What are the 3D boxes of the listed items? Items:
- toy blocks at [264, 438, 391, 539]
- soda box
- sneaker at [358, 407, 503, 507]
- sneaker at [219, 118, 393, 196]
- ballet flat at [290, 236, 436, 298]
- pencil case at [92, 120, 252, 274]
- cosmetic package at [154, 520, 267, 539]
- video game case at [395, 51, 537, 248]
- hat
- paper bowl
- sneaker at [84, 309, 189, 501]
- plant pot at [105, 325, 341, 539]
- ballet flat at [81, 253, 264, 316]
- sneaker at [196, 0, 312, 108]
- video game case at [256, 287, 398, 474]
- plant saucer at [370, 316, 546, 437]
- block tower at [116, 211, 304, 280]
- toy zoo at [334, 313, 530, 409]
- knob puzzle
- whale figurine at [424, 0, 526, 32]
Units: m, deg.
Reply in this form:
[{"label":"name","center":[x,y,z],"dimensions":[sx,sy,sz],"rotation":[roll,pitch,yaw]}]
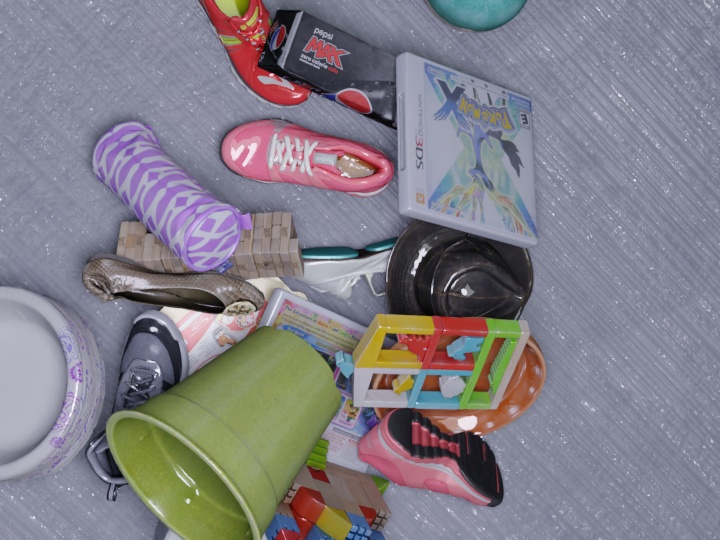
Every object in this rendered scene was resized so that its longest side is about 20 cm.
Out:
[{"label":"toy blocks","center":[-0.039,0.262,1.421],"dimensions":[0.199,0.137,0.100],"rotation":[22,107,-30]},{"label":"soda box","center":[-0.010,-0.217,1.445],"dimensions":[0.199,0.063,0.071],"rotation":[20,89,-32]},{"label":"sneaker","center":[0.081,0.222,1.518],"dimensions":[0.200,0.087,0.074],"rotation":[31,44,-28]},{"label":"sneaker","center":[-0.055,-0.129,1.456],"dimensions":[0.199,0.087,0.074],"rotation":[8,90,-10]},{"label":"ballet flat","center":[0.000,0.000,1.493],"dimensions":[0.199,0.069,0.070],"rotation":[-8,94,-13]},{"label":"pencil case","center":[-0.203,-0.082,1.393],"dimensions":[0.085,0.084,0.200],"rotation":[-38,57,-18]},{"label":"cosmetic package","center":[-0.125,0.307,1.461],"dimensions":[0.199,0.107,0.091],"rotation":[22,89,-9]},{"label":"video game case","center":[0.120,-0.131,1.457],"dimensions":[0.199,0.022,0.184],"rotation":[13,69,-39]},{"label":"hat","center":[0.129,0.019,1.478],"dimensions":[0.199,0.081,0.202],"rotation":[-7,104,-28]},{"label":"paper bowl","center":[-0.363,0.122,1.388],"dimensions":[0.199,0.104,0.202],"rotation":[-3,79,16]},{"label":"sneaker","center":[-0.239,0.149,1.404],"dimensions":[0.075,0.114,0.201],"rotation":[13,109,7]},{"label":"plant pot","center":[-0.120,0.159,1.331],"dimensions":[0.200,0.200,0.190],"rotation":[51,57,-8]},{"label":"ballet flat","center":[-0.201,0.026,1.414],"dimensions":[0.199,0.067,0.047],"rotation":[12,54,-16]},{"label":"sneaker","center":[-0.124,-0.263,1.445],"dimensions":[0.077,0.085,0.200],"rotation":[-39,98,-5]},{"label":"video game case","center":[-0.049,0.139,1.478],"dimensions":[0.199,0.024,0.183],"rotation":[25,87,-30]},{"label":"plant saucer","center":[0.109,0.121,1.479],"dimensions":[0.199,0.032,0.201],"rotation":[-5,136,-5]},{"label":"block tower","center":[-0.162,-0.024,1.433],"dimensions":[0.198,0.054,0.058],"rotation":[-2,59,6]},{"label":"toy zoo","center":[0.070,0.100,1.412],"dimensions":[0.198,0.021,0.132],"rotation":[3,134,-15]},{"label":"knob puzzle","center":[-0.136,0.095,1.487],"dimensions":[0.218,0.030,0.221],"rotation":[0,92,-11]},{"label":"whale figurine","center":[0.140,-0.373,1.479],"dimensions":[0.158,0.104,0.202],"rotation":[11,90,-10]}]
